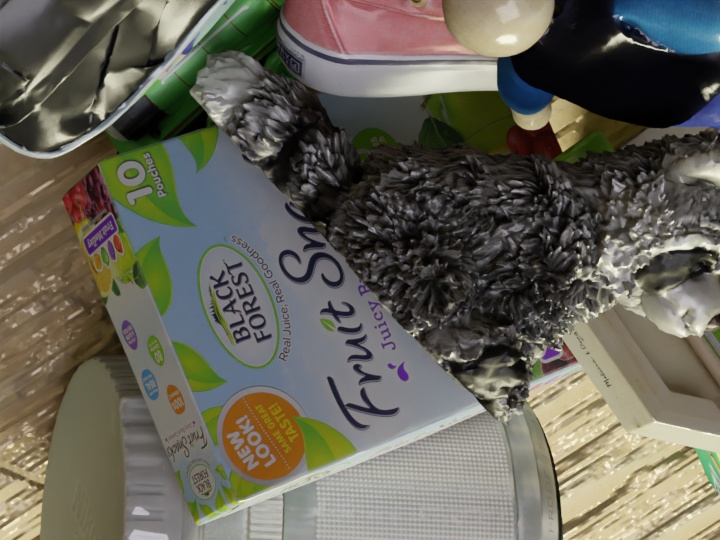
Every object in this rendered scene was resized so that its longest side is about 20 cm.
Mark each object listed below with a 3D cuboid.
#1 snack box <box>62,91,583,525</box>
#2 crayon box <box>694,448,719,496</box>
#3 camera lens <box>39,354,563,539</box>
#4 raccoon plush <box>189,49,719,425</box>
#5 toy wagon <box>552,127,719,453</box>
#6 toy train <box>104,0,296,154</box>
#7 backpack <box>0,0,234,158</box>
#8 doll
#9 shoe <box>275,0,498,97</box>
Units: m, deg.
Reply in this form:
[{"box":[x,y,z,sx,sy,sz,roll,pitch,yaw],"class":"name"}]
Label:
[{"box":[0.000,0.000,0.940,0.200,0.053,0.142,-19,82,-29],"class":"snack box"},{"box":[0.193,0.018,1.089,0.119,0.058,0.200,-29,123,-1],"class":"crayon box"},{"box":[-0.024,0.115,1.010,0.200,0.160,0.160,5,116,-21],"class":"camera lens"},{"box":[0.050,-0.041,0.859,0.134,0.097,0.200,-44,98,3],"class":"raccoon plush"},{"box":[0.165,-0.012,0.971,0.200,0.040,0.155,-35,92,-30],"class":"toy wagon"},{"box":[-0.030,-0.112,0.945,0.200,0.042,0.056,-42,146,7],"class":"toy train"},{"box":[-0.103,-0.165,0.833,0.200,0.151,0.178,-40,121,10],"class":"backpack"},{"box":[0.108,-0.077,0.870,0.200,0.136,0.048,11,73,-40],"class":"doll"},{"box":[0.067,-0.124,0.916,0.200,0.071,0.091,-7,133,-23],"class":"shoe"}]
